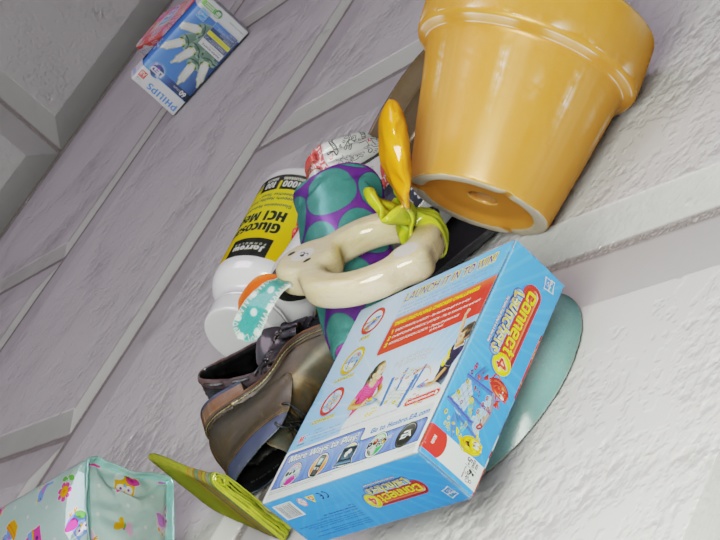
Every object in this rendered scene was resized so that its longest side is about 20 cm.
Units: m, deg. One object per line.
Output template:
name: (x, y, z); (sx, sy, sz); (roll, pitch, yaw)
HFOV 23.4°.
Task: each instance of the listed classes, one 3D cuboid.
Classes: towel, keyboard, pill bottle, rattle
towel: (-0.126, 0.193, 1.529); (0.018, 0.086, 0.200); (-52, 18, -14)
keyboard: (0.065, -0.019, 1.623); (0.200, 0.021, 0.127); (-39, 26, 26)
pill bottle: (-0.084, -0.002, 1.784); (0.112, 0.112, 0.201); (-30, 26, 44)
rattle: (-0.039, -0.035, 1.421); (0.199, 0.143, 0.131); (-10, 43, 23)

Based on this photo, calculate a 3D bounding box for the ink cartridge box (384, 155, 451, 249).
ink cartridge box: (0.036, -0.042, 1.638); (0.200, 0.039, 0.099); (-50, 22, 4)

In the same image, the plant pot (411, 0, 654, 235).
plant pot: (0.127, -0.138, 1.476); (0.200, 0.199, 0.184); (-7, 60, 64)

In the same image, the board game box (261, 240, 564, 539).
board game box: (0.038, 0.093, 1.289); (0.200, 0.056, 0.196); (-26, 29, 51)

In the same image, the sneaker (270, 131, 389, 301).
sneaker: (-0.035, -0.058, 1.735); (0.201, 0.067, 0.108); (-38, 58, -18)

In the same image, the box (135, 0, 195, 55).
box: (-0.325, -0.425, 3.206); (0.095, 0.103, 0.200); (-54, 18, -15)

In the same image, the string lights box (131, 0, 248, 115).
string lights box: (-0.302, -0.385, 3.070); (0.200, 0.103, 0.059); (-47, 19, 8)

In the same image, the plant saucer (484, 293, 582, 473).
plant saucer: (0.085, 0.086, 1.340); (0.200, 0.036, 0.200); (-43, 19, 18)

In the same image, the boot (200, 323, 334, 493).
boot: (-0.053, 0.124, 1.572); (0.200, 0.075, 0.097); (-36, 45, 18)

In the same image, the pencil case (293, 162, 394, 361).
pencil case: (0.000, 0.000, 1.532); (0.085, 0.092, 0.201); (119, 146, -43)

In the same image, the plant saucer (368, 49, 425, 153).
plant saucer: (0.052, -0.158, 1.862); (0.201, 0.029, 0.200); (-56, 15, 23)

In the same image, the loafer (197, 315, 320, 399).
loafer: (-0.091, 0.088, 1.676); (0.200, 0.063, 0.072); (-37, 13, 44)

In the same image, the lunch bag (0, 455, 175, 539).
lunch bag: (-0.254, 0.293, 1.568); (0.170, 0.122, 0.201); (-29, 53, 38)
